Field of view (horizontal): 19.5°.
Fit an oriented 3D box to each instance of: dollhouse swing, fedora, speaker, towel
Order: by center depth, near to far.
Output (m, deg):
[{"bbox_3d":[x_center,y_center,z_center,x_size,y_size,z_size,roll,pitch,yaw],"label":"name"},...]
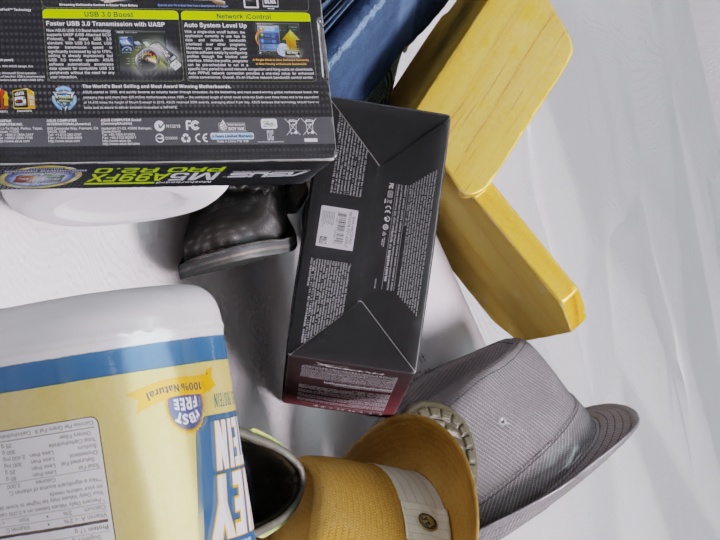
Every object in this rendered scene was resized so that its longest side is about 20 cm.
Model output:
[{"bbox_3d":[-0.014,0.166,1.163,0.081,0.200,0.202,21,53,-27],"label":"fedora"},{"bbox_3d":[0.005,-0.165,1.346,0.200,0.048,0.112,-52,165,-27],"label":"towel"},{"bbox_3d":[0.075,0.110,1.383,0.091,0.199,0.177,57,-8,-11],"label":"fedora"},{"bbox_3d":[0.106,-0.078,1.416,0.183,0.175,0.200,-56,-174,-11],"label":"dollhouse swing"},{"bbox_3d":[0.030,0.023,1.429,0.082,0.080,0.201,-82,154,-43],"label":"speaker"}]

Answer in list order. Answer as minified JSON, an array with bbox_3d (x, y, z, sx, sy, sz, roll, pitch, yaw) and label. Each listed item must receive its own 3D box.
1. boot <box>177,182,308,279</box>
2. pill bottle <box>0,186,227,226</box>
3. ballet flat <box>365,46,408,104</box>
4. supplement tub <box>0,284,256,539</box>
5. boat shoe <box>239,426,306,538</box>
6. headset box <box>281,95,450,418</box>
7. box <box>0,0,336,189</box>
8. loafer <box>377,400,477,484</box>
[{"bbox_3d":[-0.086,-0.099,1.178,0.200,0.069,0.176,-78,153,-71],"label":"boot"},{"bbox_3d":[-0.123,-0.128,0.998,0.112,0.111,0.202,21,61,-69],"label":"pill bottle"},{"bbox_3d":[0.005,-0.163,1.477,0.201,0.074,0.075,-68,145,-42],"label":"ballet flat"},{"bbox_3d":[-0.113,0.114,0.851,0.145,0.143,0.202,-3,84,-71],"label":"supplement tub"},{"bbox_3d":[-0.088,0.108,1.064,0.201,0.060,0.073,15,66,-70],"label":"boat shoe"},{"bbox_3d":[0.000,0.000,1.233,0.200,0.074,0.150,105,-6,-77],"label":"headset box"},{"bbox_3d":[-0.115,-0.118,0.914,0.044,0.198,0.162,148,-63,-65],"label":"box"},{"bbox_3d":[0.013,0.175,1.278,0.076,0.067,0.202,27,70,-22],"label":"loafer"}]
